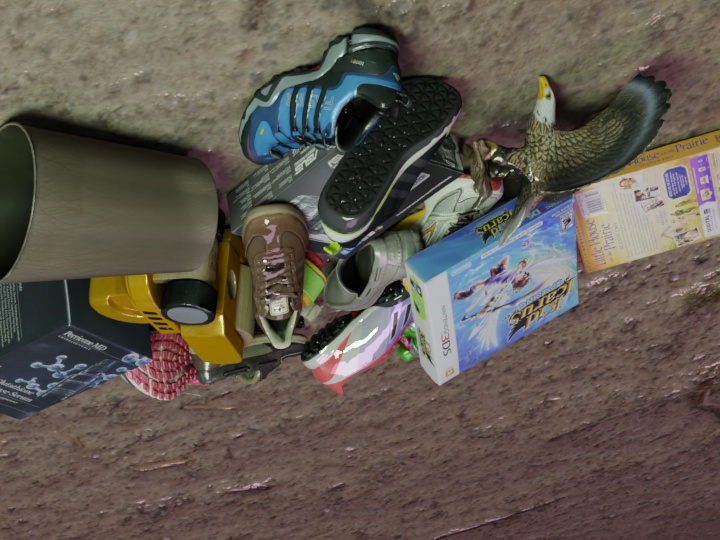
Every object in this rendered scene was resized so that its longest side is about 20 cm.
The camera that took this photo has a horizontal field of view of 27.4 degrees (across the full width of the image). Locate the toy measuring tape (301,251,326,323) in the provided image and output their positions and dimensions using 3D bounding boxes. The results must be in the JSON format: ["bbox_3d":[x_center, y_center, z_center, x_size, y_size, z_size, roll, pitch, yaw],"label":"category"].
[{"bbox_3d":[-0.064,0.024,1.695,0.073,0.074,0.200,-16,151,9],"label":"toy measuring tape"}]

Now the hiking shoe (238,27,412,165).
[{"bbox_3d":[-0.041,-0.142,1.358,0.074,0.087,0.200,14,144,-42],"label":"hiking shoe"}]

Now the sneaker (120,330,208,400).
[{"bbox_3d":[-0.238,0.113,1.758,0.074,0.081,0.200,0,176,20],"label":"sneaker"}]

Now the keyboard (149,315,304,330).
[{"bbox_3d":[-0.163,0.051,1.725,0.199,0.040,0.104,-1,176,25],"label":"keyboard"}]

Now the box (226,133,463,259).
[{"bbox_3d":[-0.018,-0.089,1.518,0.157,0.050,0.200,13,145,-40],"label":"box"}]

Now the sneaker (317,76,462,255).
[{"bbox_3d":[0.022,-0.100,1.403,0.200,0.072,0.083,-49,161,-20],"label":"sneaker"}]

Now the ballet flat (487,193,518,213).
[{"bbox_3d":[0.141,-0.026,1.680,0.201,0.070,0.067,-60,173,21],"label":"ballet flat"}]

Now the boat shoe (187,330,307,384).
[{"bbox_3d":[-0.138,0.106,1.799,0.073,0.065,0.199,0,180,38],"label":"boat shoe"}]

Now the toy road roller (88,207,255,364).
[{"bbox_3d":[-0.202,0.014,1.578,0.145,0.124,0.200,-2,156,14],"label":"toy road roller"}]

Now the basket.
[{"bbox_3d":[-0.246,-0.058,1.395,0.199,0.137,0.180,1,153,-33],"label":"basket"}]

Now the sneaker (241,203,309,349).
[{"bbox_3d":[-0.082,0.008,1.536,0.070,0.076,0.200,-10,150,-5],"label":"sneaker"}]

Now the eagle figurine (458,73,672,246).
[{"bbox_3d":[0.205,-0.122,1.469,0.198,0.152,0.152,-5,134,-3],"label":"eagle figurine"}]

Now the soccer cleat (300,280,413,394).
[{"bbox_3d":[0.024,0.066,1.749,0.200,0.068,0.073,-38,109,9],"label":"soccer cleat"}]

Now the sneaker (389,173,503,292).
[{"bbox_3d":[0.101,-0.041,1.632,0.077,0.083,0.200,2,150,-27],"label":"sneaker"}]

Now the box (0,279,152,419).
[{"bbox_3d":[-0.354,0.069,1.625,0.199,0.108,0.148,-24,151,22],"label":"box"}]

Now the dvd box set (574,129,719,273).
[{"bbox_3d":[0.336,-0.077,1.678,0.199,0.030,0.147,-17,136,10],"label":"dvd box set"}]

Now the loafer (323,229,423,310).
[{"bbox_3d":[0.000,0.000,1.668,0.069,0.070,0.200,-3,162,-28],"label":"loafer"}]

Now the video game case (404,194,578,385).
[{"bbox_3d":[0.150,0.014,1.627,0.199,0.045,0.182,-29,142,-15],"label":"video game case"}]

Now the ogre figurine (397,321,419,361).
[{"bbox_3d":[0.079,0.074,1.845,0.119,0.099,0.199,-19,145,41],"label":"ogre figurine"}]
